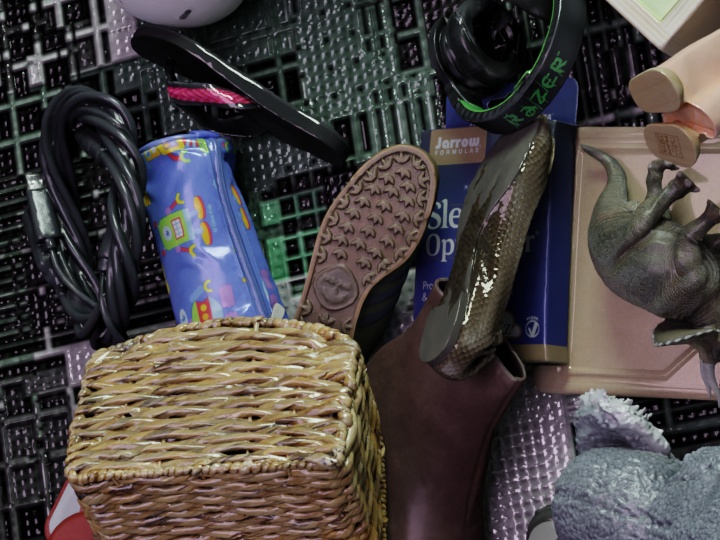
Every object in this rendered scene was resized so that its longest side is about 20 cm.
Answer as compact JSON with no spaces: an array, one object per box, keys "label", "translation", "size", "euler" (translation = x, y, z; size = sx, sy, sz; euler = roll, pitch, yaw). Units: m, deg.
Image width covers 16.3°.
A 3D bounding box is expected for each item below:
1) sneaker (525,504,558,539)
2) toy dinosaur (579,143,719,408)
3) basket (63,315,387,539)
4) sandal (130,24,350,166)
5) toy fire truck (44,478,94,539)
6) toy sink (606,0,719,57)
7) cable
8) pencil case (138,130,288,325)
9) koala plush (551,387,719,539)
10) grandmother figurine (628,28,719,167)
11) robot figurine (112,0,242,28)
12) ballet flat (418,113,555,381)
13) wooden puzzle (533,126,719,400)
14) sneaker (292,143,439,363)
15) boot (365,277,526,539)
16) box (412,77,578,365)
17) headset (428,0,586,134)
[{"label":"sneaker","translation":[0.147,0.254,1.684],"size":[0.074,0.079,0.201],"euler":[-15,76,25]},{"label":"toy dinosaur","translation":[0.194,-0.014,1.657],"size":[0.200,0.077,0.102],"euler":[45,99,24]},{"label":"basket","translation":[-0.085,0.127,1.713],"size":[0.199,0.149,0.143],"euler":[-5,47,11]},{"label":"sandal","translation":[-0.098,-0.122,1.848],"size":[0.200,0.075,0.045],"euler":[32,82,23]},{"label":"toy fire truck","translation":[-0.123,0.183,1.809],"size":[0.200,0.112,0.168],"euler":[27,88,26]},{"label":"toy sink","translation":[0.237,-0.254,1.681],"size":[0.200,0.112,0.130],"euler":[-49,67,13]},{"label":"cable","translation":[-0.194,-0.036,1.864],"size":[0.163,0.051,0.200],"euler":[-53,47,44]},{"label":"pencil case","translation":[-0.104,-0.006,1.836],"size":[0.087,0.078,0.200],"euler":[-31,70,42]},{"label":"koala plush","translation":[0.206,0.166,1.614],"size":[0.200,0.184,0.178],"euler":[18,91,31]},{"label":"grandmother figurine","translation":[0.263,-0.141,1.636],"size":[0.061,0.200,0.121],"euler":[22,139,43]},{"label":"robot figurine","translation":[-0.129,-0.280,1.854],"size":[0.124,0.150,0.201],"euler":[11,89,11]},{"label":"ballet flat","translation":[0.092,-0.015,1.678],"size":[0.067,0.046,0.200],"euler":[-26,40,58]},{"label":"wooden puzzle","translation":[0.213,-0.005,1.710],"size":[0.200,0.037,0.186],"euler":[1,84,31]},{"label":"sneaker","translation":[0.000,0.000,1.777],"size":[0.067,0.090,0.201],"euler":[26,99,6]},{"label":"boot","translation":[0.064,0.127,1.712],"size":[0.200,0.072,0.166],"euler":[57,133,24]},{"label":"box","translation":[0.093,-0.034,1.755],"size":[0.121,0.032,0.201],"euler":[-2,82,41]},{"label":"headset","translation":[0.087,-0.183,1.733],"size":[0.124,0.094,0.200],"euler":[-52,32,25]}]
